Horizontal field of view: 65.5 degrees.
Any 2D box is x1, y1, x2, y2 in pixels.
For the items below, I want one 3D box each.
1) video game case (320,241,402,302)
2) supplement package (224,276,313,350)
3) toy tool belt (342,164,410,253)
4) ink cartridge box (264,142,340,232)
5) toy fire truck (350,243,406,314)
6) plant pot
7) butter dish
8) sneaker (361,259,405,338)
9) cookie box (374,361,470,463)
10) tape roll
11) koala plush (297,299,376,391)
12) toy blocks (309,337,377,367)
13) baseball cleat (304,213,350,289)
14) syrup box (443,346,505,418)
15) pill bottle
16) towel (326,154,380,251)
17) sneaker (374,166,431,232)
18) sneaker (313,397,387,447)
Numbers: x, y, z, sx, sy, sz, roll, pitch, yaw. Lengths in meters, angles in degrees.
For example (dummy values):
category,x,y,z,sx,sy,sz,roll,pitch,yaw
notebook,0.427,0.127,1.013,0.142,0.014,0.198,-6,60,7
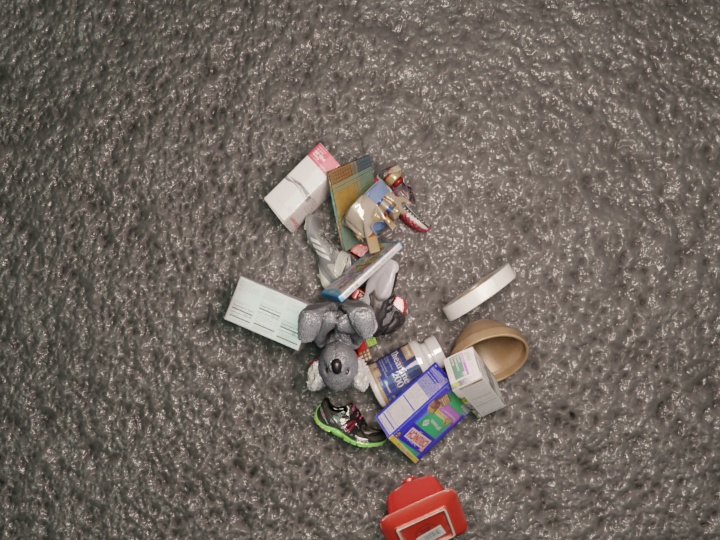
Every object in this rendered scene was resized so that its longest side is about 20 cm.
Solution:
category,x,y,z,sx,sy,sz,roll,pitch,yaw
video game case,0.000,0.000,1.345,0.199,0.142,0.018,-42,105,-15
supplement package,-0.213,0.106,1.399,0.195,0.156,0.114,23,87,3
toy tool belt,0.058,-0.146,1.367,0.123,0.125,0.200,46,75,0
ink cartridge box,-0.140,-0.206,1.427,0.200,0.147,0.083,-44,83,-3
toy fire truck,0.044,0.032,1.451,0.196,0.049,0.144,27,85,3
plant pot,0.308,0.189,1.388,0.194,0.204,0.094,-11,45,1
butter dish,0.139,0.573,1.364,0.195,0.149,0.203,-23,125,-2
sneaker,0.065,0.073,1.359,0.075,0.112,0.205,36,109,47
cookie box,0.157,0.349,1.363,0.199,0.172,0.075,-41,44,-1
tape roll,0.288,0.053,1.365,0.200,0.203,0.038,-35,86,-1
koala plush,-0.049,0.177,1.274,0.171,0.184,0.207,-4,95,-1
toy blocks,-0.049,0.222,1.395,0.195,0.137,0.103,-22,85,0
baseball cleat,-0.079,-0.055,1.443,0.104,0.069,0.206,-15,94,30
syrup box,0.271,0.268,1.322,0.080,0.200,0.080,-27,49,15
pill bottle,0.116,0.247,1.400,0.196,0.111,0.113,-29,85,-1
towel,-0.012,-0.170,1.407,0.145,0.021,0.206,-29,118,-35
sneaker,0.115,-0.182,1.451,0.074,0.081,0.201,-41,85,-4
sneaker,-0.021,0.383,1.412,0.195,0.077,0.086,22,90,2
